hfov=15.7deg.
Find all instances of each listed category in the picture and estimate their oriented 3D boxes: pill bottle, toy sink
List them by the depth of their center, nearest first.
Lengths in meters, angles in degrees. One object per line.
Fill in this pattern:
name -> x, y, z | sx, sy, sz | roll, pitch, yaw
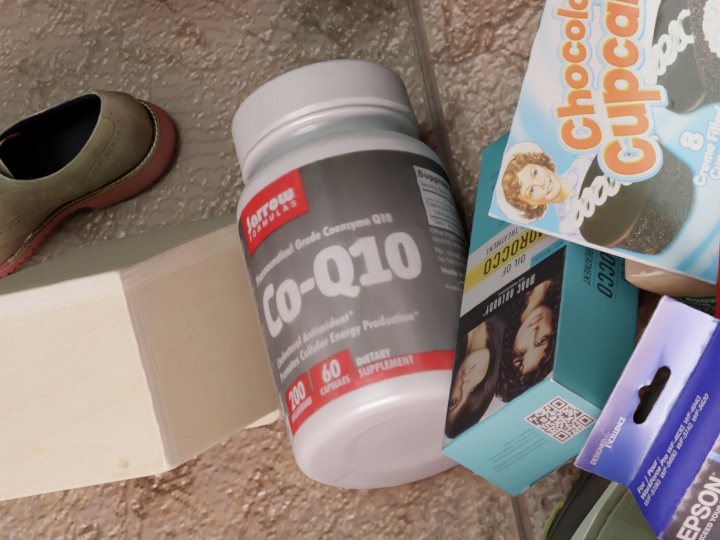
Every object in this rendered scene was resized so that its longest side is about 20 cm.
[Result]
pill bottle -> 0.000, 0.000, 1.339 | 0.114, 0.114, 0.200 | -26, 62, 19
toy sink -> -0.122, 0.045, 1.379 | 0.130, 0.200, 0.112 | -11, 97, 24

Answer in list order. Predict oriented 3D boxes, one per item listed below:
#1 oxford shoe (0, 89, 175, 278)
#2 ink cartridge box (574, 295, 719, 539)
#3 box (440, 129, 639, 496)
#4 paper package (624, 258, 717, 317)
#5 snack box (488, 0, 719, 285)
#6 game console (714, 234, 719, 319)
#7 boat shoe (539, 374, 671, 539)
oxford shoe -> -0.206, -0.050, 1.495 | 0.200, 0.075, 0.070 | -32, 61, 16
ink cartridge box -> 0.203, 0.093, 1.150 | 0.200, 0.039, 0.099 | 21, 117, -5
box -> 0.092, 0.005, 1.268 | 0.082, 0.049, 0.200 | -37, 31, 39
paper package -> 0.234, -0.075, 1.243 | 0.200, 0.103, 0.191 | -7, 69, 26
snack box -> 0.140, -0.104, 1.189 | 0.116, 0.037, 0.200 | 17, 98, 24
game console -> 0.245, 0.023, 1.150 | 0.177, 0.031, 0.200 | 2, 116, 4
boat shoe -> 0.148, 0.090, 1.237 | 0.201, 0.072, 0.061 | -53, 18, 14
